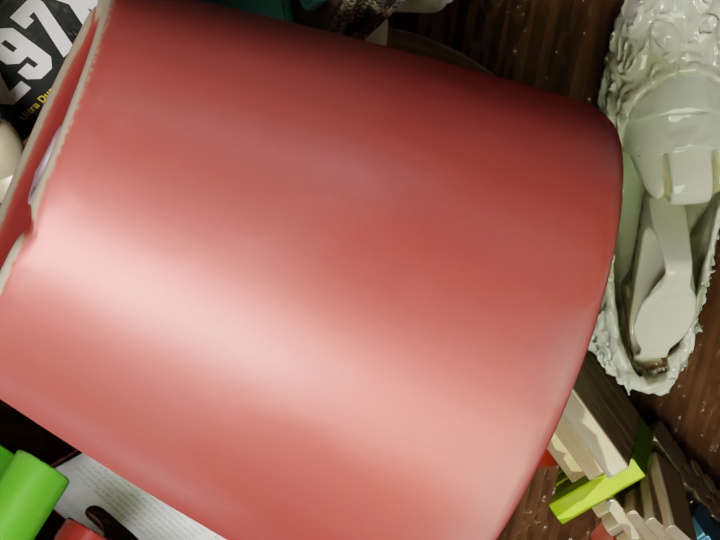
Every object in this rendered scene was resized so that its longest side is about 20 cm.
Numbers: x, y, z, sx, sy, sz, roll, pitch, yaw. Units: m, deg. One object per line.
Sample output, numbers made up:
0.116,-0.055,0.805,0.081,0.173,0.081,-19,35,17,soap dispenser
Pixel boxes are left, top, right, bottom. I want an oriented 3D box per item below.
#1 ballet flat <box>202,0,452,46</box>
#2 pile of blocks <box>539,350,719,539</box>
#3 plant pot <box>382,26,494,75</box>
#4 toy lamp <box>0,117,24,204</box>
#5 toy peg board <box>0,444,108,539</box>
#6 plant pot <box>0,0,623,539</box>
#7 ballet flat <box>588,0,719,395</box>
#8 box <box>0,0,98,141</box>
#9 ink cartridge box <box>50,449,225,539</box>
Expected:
-0.006,-0.102,0.794,0.075,0.068,0.200,3,160,-29,ballet flat
0.128,0.117,0.989,0.062,0.082,0.200,-33,123,21,pile of blocks
0.000,0.000,0.871,0.199,0.027,0.201,3,99,17,plant pot
-0.135,-0.043,0.810,0.058,0.058,0.200,-22,127,14,toy lamp
-0.160,0.139,0.946,0.199,0.200,0.098,43,73,-41,toy peg board
-0.033,0.000,0.736,0.177,0.201,0.201,23,124,-13,plant pot
0.131,-0.030,0.886,0.071,0.072,0.201,1,127,-3,ballet flat
-0.129,-0.155,0.788,0.200,0.049,0.160,-39,122,24,box
-0.041,0.066,0.963,0.200,0.050,0.109,-30,123,21,ink cartridge box
